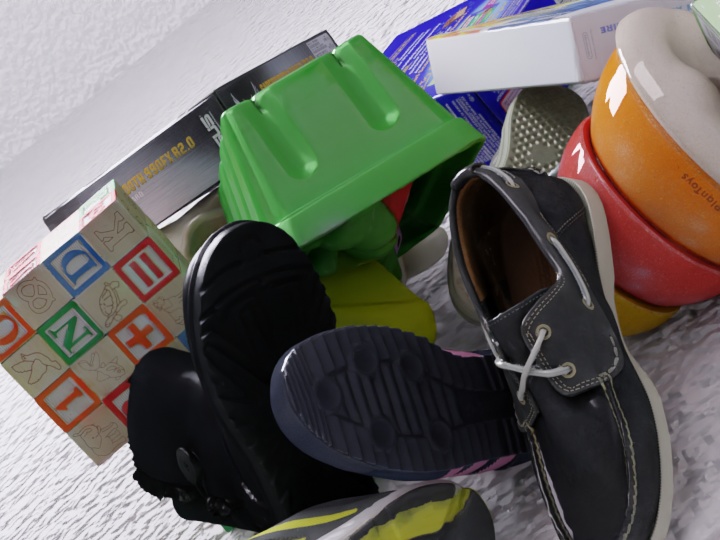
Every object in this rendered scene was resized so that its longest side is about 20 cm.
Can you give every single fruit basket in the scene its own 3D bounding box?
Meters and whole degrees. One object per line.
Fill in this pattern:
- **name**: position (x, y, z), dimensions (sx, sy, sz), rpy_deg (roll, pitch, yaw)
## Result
- **fruit basket**: position (0.000, 0.000, 0.922), dimensions (0.155, 0.216, 0.216), rpy_deg (-31, 16, -12)

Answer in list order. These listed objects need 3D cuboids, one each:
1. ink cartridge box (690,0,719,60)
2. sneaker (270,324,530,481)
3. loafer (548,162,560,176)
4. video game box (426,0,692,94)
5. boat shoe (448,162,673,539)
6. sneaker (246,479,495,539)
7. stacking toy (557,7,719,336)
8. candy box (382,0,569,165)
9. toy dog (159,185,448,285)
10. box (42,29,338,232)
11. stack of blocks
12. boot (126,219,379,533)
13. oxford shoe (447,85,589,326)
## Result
- **ink cartridge box**: position (0.265, -0.120, 0.698), dimensions (0.200, 0.048, 0.146), rpy_deg (-36, 52, 6)
- **sneaker**: position (0.020, 0.070, 0.751), dimensions (0.082, 0.199, 0.071), rpy_deg (-24, 68, 39)
- **loafer**: position (0.195, -0.075, 0.916), dimensions (0.200, 0.063, 0.072), rpy_deg (-37, -24, 7)
- **video game box**: position (0.165, -0.156, 1.050), dimensions (0.181, 0.047, 0.200), rpy_deg (-15, 9, -22)
- **boat shoe**: position (0.082, 0.041, 0.716), dimensions (0.072, 0.067, 0.201), rpy_deg (-37, 50, 36)
- **sneaker**: position (-0.035, 0.154, 0.752), dimensions (0.199, 0.075, 0.085), rpy_deg (-17, -1, -16)
- **stacking toy**: position (0.131, -0.018, 0.816), dimensions (0.200, 0.146, 0.146), rpy_deg (-47, 12, 29)
- **candy box**: position (0.073, -0.141, 1.262), dimensions (0.200, 0.077, 0.169), rpy_deg (-17, 30, 49)
- **toy dog**: position (-0.052, -0.015, 1.124), dimensions (0.193, 0.140, 0.200), rpy_deg (-28, 17, -8)
- **box**: position (-0.101, -0.083, 1.096), dimensions (0.158, 0.048, 0.200), rpy_deg (-32, 5, 28)
- **stack of blocks**: position (-0.124, 0.061, 0.972), dimensions (0.115, 0.200, 0.059), rpy_deg (-40, 18, 2)
- **boot**: position (-0.077, 0.062, 0.856), dimensions (0.076, 0.201, 0.168), rpy_deg (-33, 25, -30)
- **oxford shoe**: position (0.100, -0.034, 0.996), dimensions (0.058, 0.075, 0.201), rpy_deg (99, -171, -47)
